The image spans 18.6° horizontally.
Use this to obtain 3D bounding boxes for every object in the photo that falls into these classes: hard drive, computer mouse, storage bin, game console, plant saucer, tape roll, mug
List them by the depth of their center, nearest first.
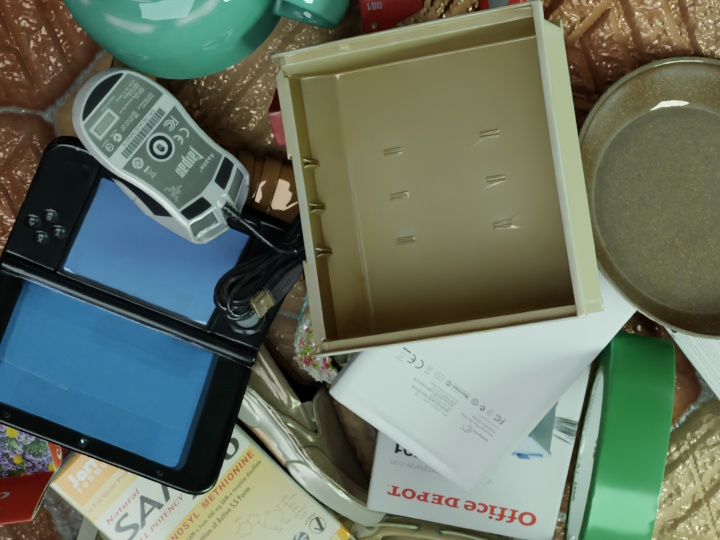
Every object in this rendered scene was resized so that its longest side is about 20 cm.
[{"bbox_3d":[0.047,-0.056,1.442,0.197,0.094,0.202,-9,88,18],"label":"storage bin"},{"bbox_3d":[-0.113,-0.215,1.449,0.184,0.114,0.153,-17,81,6],"label":"mug"},{"bbox_3d":[-0.116,-0.060,1.507,0.200,0.044,0.110,43,71,-8],"label":"computer mouse"},{"bbox_3d":[0.233,-0.047,1.507,0.199,0.201,0.037,27,160,-6],"label":"plant saucer"},{"bbox_3d":[0.088,0.048,1.537,0.132,0.026,0.200,35,111,-8],"label":"hard drive"},{"bbox_3d":[-0.159,0.032,1.537,0.199,0.117,0.176,22,122,-11],"label":"game console"},{"bbox_3d":[0.182,0.145,1.566,0.048,0.201,0.202,9,116,2],"label":"tape roll"}]

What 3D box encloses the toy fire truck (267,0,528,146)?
[{"bbox_3d":[0.028,-0.165,1.523,0.198,0.049,0.142,-6,115,9],"label":"toy fire truck"}]

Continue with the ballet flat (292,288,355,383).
[{"bbox_3d":[0.000,0.000,1.589,0.075,0.064,0.201,-16,130,-34],"label":"ballet flat"}]

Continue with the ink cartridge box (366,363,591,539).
[{"bbox_3d":[0.091,0.085,1.614,0.145,0.086,0.201,10,113,2],"label":"ink cartridge box"}]

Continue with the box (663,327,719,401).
[{"bbox_3d":[0.308,0.064,1.604,0.110,0.035,0.200,-32,107,20],"label":"box"}]

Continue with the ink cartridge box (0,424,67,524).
[{"bbox_3d":[-0.270,0.117,1.611,0.108,0.200,0.051,-9,114,11],"label":"ink cartridge box"}]

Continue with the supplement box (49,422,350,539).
[{"bbox_3d":[-0.123,0.172,1.644,0.200,0.074,0.126,43,89,-14],"label":"supplement box"}]

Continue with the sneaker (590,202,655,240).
[{"bbox_3d":[0.124,-0.049,1.563,0.199,0.081,0.087,24,132,1],"label":"sneaker"}]

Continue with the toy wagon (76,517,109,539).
[{"bbox_3d":[-0.163,0.214,1.733,0.199,0.040,0.156,-22,110,17],"label":"toy wagon"}]

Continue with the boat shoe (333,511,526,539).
[{"bbox_3d":[0.039,0.219,1.696,0.199,0.063,0.074,-11,114,13],"label":"boat shoe"}]

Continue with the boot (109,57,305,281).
[{"bbox_3d":[-0.108,-0.078,1.572,0.154,0.074,0.201,5,126,5],"label":"boot"}]

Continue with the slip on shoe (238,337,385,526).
[{"bbox_3d":[-0.044,0.111,1.656,0.061,0.076,0.200,-44,99,7],"label":"slip on shoe"}]
